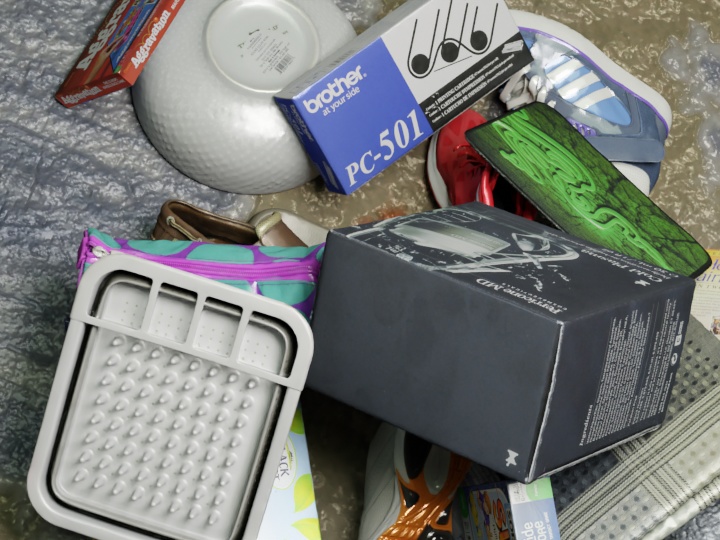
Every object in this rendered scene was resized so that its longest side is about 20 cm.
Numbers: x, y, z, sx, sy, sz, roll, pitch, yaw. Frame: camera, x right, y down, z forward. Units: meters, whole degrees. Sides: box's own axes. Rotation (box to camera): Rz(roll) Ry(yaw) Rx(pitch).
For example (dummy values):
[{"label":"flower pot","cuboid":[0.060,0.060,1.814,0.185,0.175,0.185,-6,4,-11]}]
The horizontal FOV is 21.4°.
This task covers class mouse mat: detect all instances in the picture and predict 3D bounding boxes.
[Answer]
[{"label":"mouse mat","cuboid":[0.182,-0.056,1.497,0.200,0.008,0.161,43,30,12]}]

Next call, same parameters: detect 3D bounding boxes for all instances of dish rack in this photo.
[{"label":"dish rack","cuboid":[-0.133,0.099,1.351,0.171,0.044,0.201,17,96,2]}]

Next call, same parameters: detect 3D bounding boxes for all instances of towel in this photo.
[{"label":"towel","cuboid":[0.199,0.115,1.434,0.200,0.035,0.193,-39,47,-1]}]

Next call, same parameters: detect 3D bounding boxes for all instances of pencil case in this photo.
[{"label":"pencil case","cuboid":[-0.113,0.016,1.405,0.199,0.093,0.086,3,58,6]}]

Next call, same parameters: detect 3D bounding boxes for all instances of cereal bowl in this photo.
[{"label":"cereal bowl","cuboid":[-0.087,-0.169,1.573,0.199,0.083,0.201,5,65,-10]}]

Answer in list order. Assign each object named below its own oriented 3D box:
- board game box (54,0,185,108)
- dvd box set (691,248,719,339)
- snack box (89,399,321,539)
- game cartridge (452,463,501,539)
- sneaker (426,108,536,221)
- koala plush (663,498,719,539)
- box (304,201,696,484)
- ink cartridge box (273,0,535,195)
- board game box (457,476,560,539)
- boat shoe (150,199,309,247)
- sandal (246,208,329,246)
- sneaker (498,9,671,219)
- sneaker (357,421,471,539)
[{"label":"board game box","cuboid":[-0.173,-0.222,1.569,0.019,0.103,0.201,41,60,-25]},{"label":"dvd box set","cuboid":[0.274,0.056,1.517,0.146,0.030,0.200,4,41,31]},{"label":"snack box","cuboid":[-0.123,0.154,1.429,0.168,0.068,0.201,-4,68,-12]},{"label":"game cartridge","cuboid":[0.107,0.148,1.505,0.129,0.038,0.201,-26,74,-17]},{"label":"sneaker","cuboid":[0.110,-0.075,1.542,0.078,0.116,0.201,5,53,-18]},{"label":"koala plush","cuboid":[0.310,0.192,1.467,0.199,0.184,0.178,-12,69,-5]},{"label":"box","cuboid":[0.099,0.044,1.356,0.199,0.125,0.196,21,21,32]},{"label":"ink cartridge box","cuboid":[0.037,-0.156,1.540,0.200,0.044,0.094,-37,111,-15]},{"label":"board game box","cuboid":[0.119,0.251,1.378,0.034,0.135,0.201,-8,82,-13]},{"label":"boat shoe","cuboid":[-0.071,-0.006,1.473,0.201,0.075,0.075,14,24,11]},{"label":"sandal","cuboid":[0.000,0.000,1.533,0.199,0.055,0.082,27,64,-1]},{"label":"sneaker","cuboid":[0.161,-0.119,1.608,0.199,0.081,0.147,30,59,-5]},{"label":"sneaker","cuboid":[0.031,0.180,1.443,0.075,0.092,0.201,17,95,-20]}]
